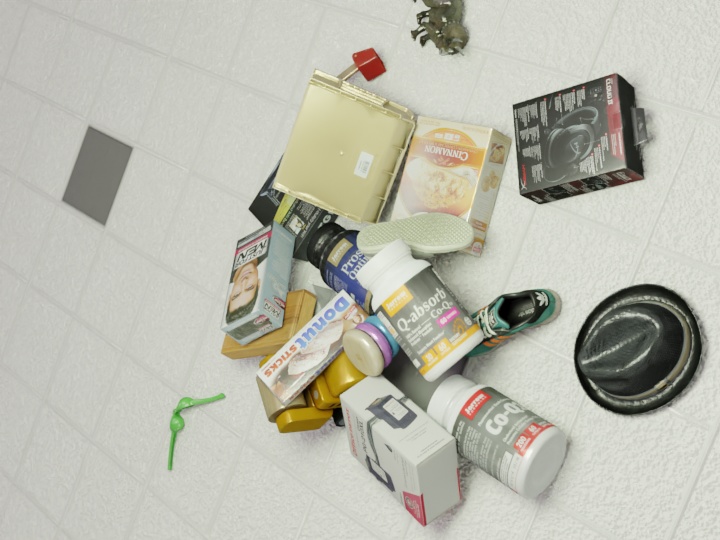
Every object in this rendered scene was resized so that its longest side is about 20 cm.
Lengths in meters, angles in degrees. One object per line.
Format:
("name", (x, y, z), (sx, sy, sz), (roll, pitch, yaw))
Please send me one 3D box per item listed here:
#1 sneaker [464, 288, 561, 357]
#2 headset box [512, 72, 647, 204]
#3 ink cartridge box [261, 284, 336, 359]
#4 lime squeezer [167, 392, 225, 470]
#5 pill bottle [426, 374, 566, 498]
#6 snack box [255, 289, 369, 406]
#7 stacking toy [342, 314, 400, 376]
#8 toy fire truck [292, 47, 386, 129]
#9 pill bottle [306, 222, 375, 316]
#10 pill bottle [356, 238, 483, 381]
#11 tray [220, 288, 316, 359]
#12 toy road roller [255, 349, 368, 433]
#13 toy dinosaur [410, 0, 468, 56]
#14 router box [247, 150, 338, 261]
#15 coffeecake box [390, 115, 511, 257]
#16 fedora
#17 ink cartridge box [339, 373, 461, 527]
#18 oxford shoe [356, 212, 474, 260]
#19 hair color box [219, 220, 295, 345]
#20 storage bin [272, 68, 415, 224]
("sneaker", (0.210, 0.077, 1.612), (0.198, 0.079, 0.073), (-30, 66, 30))
("headset box", (0.338, -0.199, 1.575), (0.197, 0.077, 0.152), (-13, 74, 34))
("ink cartridge box", (-0.118, 0.131, 1.861), (0.199, 0.066, 0.117), (-38, 60, 26))
("lime squeezer", (-0.340, 0.295, 2.027), (0.070, 0.038, 0.201), (38, 105, 4))
("pill bottle", (0.201, 0.244, 1.564), (0.199, 0.113, 0.116), (29, 98, 37))
("snack box", (-0.075, 0.126, 1.692), (0.200, 0.024, 0.072), (-44, 68, -11))
("stacking toy", (0.066, 0.082, 1.677), (0.085, 0.199, 0.086), (36, 147, 28))
("toy fire truck", (-0.041, -0.298, 1.863), (0.197, 0.049, 0.143), (-24, 59, 15))
("pill bottle", (0.000, 0.000, 1.770), (0.199, 0.111, 0.113), (35, 102, 36))
("pill bottle", (0.088, 0.059, 1.586), (0.116, 0.116, 0.201), (-41, 82, 23))
("tray", (-0.165, 0.097, 1.830), (0.198, 0.037, 0.100), (-12, 57, 44))
("toy road roller", (-0.062, 0.180, 1.729), (0.146, 0.197, 0.125), (-50, 53, 45))
("toy dinosaur", (0.140, -0.444, 1.792), (0.100, 0.077, 0.204), (-7, 71, 24))
("router box", (-0.102, -0.145, 1.915), (0.157, 0.052, 0.201), (46, 108, 34))
("coffeecake box", (0.146, -0.139, 1.712), (0.152, 0.073, 0.204), (16, 91, 37))
("fedora", (0.378, 0.108, 1.469), (0.198, 0.091, 0.205), (-9, 75, 36))
("ink cartridge box", (0.062, 0.276, 1.626), (0.199, 0.084, 0.147), (37, 147, 43))
("oxford shoe", (0.091, -0.046, 1.659), (0.196, 0.058, 0.076), (-6, 49, 23))
("hair color box", (-0.179, 0.020, 1.824), (0.098, 0.060, 0.203), (-26, 42, 33))
("storage bin", (-0.027, -0.208, 1.771), (0.195, 0.094, 0.203), (22, 107, -1))
